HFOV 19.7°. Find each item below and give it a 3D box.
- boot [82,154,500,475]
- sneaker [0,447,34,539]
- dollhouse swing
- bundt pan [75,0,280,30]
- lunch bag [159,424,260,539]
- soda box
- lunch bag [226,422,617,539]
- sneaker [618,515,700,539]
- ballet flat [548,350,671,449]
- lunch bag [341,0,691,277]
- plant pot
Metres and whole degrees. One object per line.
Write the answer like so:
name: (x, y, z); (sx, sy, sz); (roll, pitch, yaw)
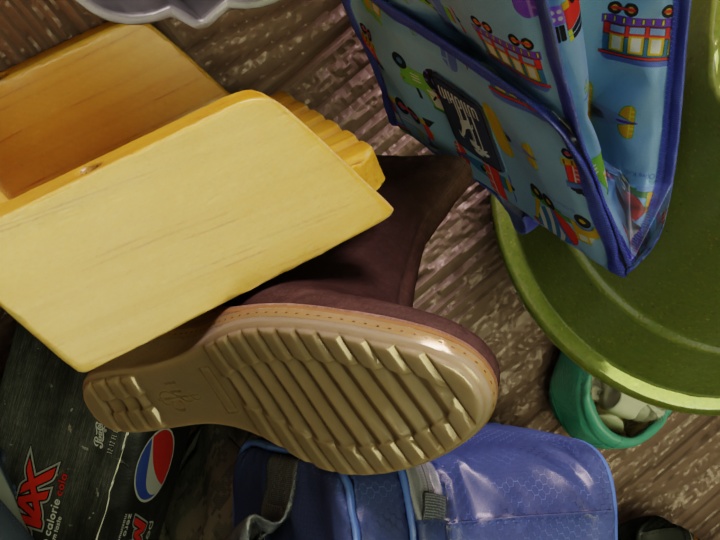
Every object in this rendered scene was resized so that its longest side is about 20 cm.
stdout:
boot: (0.000, 0.000, 0.799); (0.166, 0.200, 0.072); (-48, 123, -38)
sneaker: (-0.169, 0.046, 0.828); (0.082, 0.070, 0.200); (-45, 119, -30)
dollhouse swing: (-0.120, -0.083, 0.796); (0.182, 0.200, 0.176); (-27, 111, -10)
bundt pan: (-0.081, -0.202, 0.828); (0.202, 0.076, 0.202); (-10, 113, -24)
lunch bag: (0.004, 0.139, 0.951); (0.200, 0.139, 0.168); (18, 103, -25)
soda box: (-0.128, 0.108, 0.900); (0.063, 0.071, 0.200); (13, 93, -68)
lunch bag: (0.016, 0.144, 0.814); (0.132, 0.136, 0.200); (-4, 91, -24)
sneaker: (0.107, 0.205, 1.061); (0.086, 0.080, 0.200); (44, 81, -15)
ballet flat: (0.154, -0.001, 0.998); (0.067, 0.070, 0.200); (17, 101, -24)
lunch bag: (0.058, -0.099, 0.818); (0.094, 0.151, 0.200); (-33, 134, -23)
plant pot: (0.175, -0.058, 0.874); (0.200, 0.190, 0.200); (4, 72, -11)
